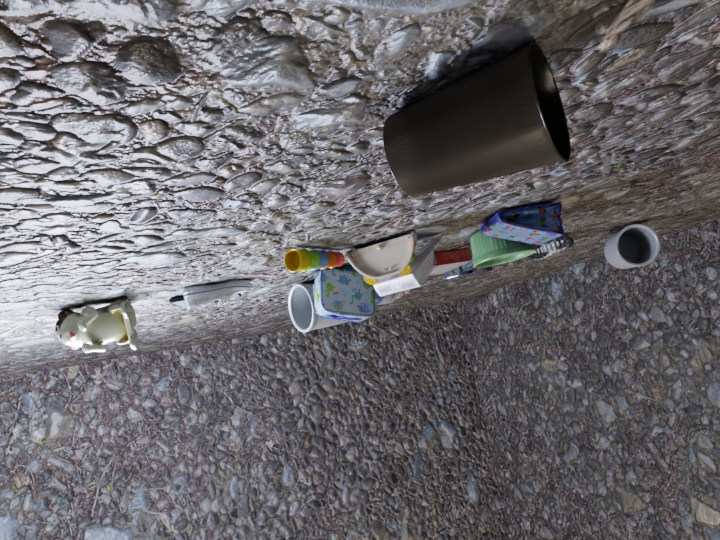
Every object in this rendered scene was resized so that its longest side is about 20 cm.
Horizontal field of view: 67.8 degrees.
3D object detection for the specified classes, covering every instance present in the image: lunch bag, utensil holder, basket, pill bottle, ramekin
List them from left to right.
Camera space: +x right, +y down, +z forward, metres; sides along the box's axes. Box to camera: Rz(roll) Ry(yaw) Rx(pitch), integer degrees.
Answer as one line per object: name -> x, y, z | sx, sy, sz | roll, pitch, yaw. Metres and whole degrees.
utensil holder -> -0.132, 0.122, 1.915 | 0.198, 0.172, 0.169 | -7, 169, -37
lunch bag -> -0.053, 0.083, 1.719 | 0.198, 0.163, 0.082 | 8, 154, -25
pill bottle -> 0.076, 0.076, 2.087 | 0.112, 0.114, 0.199 | -21, 168, 42
basket -> 0.139, -0.173, 0.667 | 0.198, 0.138, 0.180 | -14, 176, 30
ramekin -> 0.439, -0.081, 1.675 | 0.198, 0.099, 0.200 | -12, 171, -2
lunch bag -> 0.436, -0.126, 1.492 | 0.197, 0.095, 0.151 | -2, 172, -6
utensil holder -> 1.134, -0.094, 2.257 | 0.168, 0.172, 0.200 | -13, 173, 8

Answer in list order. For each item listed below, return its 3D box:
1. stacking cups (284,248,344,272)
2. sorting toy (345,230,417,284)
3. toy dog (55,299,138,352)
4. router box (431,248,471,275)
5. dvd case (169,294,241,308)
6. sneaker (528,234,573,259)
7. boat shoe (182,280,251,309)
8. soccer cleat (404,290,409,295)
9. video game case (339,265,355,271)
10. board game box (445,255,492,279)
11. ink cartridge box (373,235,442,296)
stacking cups -> -0.115, -0.024, 1.410 | 0.060, 0.061, 0.199 | -18, 170, 31
sorting toy -> 0.087, -0.046, 1.518 | 0.198, 0.108, 0.180 | -16, -171, 20
toy dog -> -0.728, 0.146, 1.470 | 0.198, 0.141, 0.194 | -11, -153, -16
router box -> 0.274, -0.023, 1.952 | 0.178, 0.049, 0.200 | -8, 169, -28
dvd case -> -0.486, 0.085, 1.694 | 0.197, 0.018, 0.143 | -11, 171, -6
sneaker -> 0.767, -0.089, 2.150 | 0.090, 0.067, 0.199 | 0, 163, -42
boat shoe -> -0.417, 0.074, 1.571 | 0.198, 0.068, 0.073 | -8, 170, -24
soccer cleat -> 0.144, 0.065, 2.277 | 0.199, 0.069, 0.085 | 9, 134, -43
video game case -> 0.000, 0.000, 1.831 | 0.142, 0.018, 0.199 | -19, 168, 31
board game box -> 0.455, -0.016, 2.194 | 0.198, 0.062, 0.200 | -9, 170, -24
ink cartridge box -> 0.148, -0.011, 1.548 | 0.160, 0.050, 0.200 | -18, -160, 45
